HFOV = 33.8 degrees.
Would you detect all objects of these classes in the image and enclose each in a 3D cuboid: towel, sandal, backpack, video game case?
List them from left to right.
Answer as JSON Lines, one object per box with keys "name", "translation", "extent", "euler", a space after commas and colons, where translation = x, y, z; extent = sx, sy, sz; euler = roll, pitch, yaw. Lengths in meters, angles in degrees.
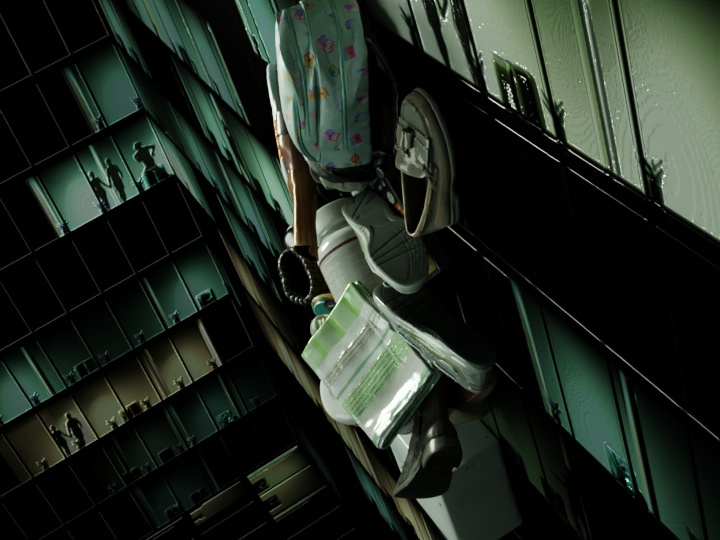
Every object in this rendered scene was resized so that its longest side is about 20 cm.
{"name": "sandal", "translation": [-0.103, -0.223, 1.827], "extent": [0.079, 0.058, 0.209], "euler": [87, 173, -83]}
{"name": "backpack", "translation": [-0.032, -0.214, 1.355], "extent": [0.201, 0.125, 0.168], "euler": [86, 166, -48]}
{"name": "towel", "translation": [0.009, 0.129, 1.653], "extent": [0.200, 0.150, 0.031], "euler": [45, -163, 32]}
{"name": "video game case", "translation": [0.051, -0.064, 1.627], "extent": [0.182, 0.025, 0.200], "euler": [60, 167, 4]}

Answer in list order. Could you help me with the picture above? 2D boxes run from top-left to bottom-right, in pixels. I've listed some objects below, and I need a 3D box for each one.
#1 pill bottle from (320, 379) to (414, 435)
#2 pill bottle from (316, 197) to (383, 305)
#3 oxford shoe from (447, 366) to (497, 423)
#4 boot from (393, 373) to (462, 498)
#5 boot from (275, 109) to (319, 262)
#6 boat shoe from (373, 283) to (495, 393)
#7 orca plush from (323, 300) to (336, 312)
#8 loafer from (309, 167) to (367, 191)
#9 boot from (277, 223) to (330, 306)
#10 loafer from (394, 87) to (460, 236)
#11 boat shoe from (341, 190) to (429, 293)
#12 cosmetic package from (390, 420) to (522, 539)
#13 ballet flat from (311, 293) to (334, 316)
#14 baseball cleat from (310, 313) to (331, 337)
{"name": "pill bottle", "translation": [0.038, 0.183, 1.769], "extent": [0.199, 0.113, 0.113], "euler": [19, -154, -50]}
{"name": "pill bottle", "translation": [0.000, 0.000, 1.761], "extent": [0.110, 0.109, 0.201], "euler": [92, 154, -68]}
{"name": "oxford shoe", "translation": [0.159, 0.171, 1.675], "extent": [0.200, 0.074, 0.071], "euler": [133, 145, -65]}
{"name": "boot", "translation": [0.092, 0.213, 1.671], "extent": [0.201, 0.068, 0.176], "euler": [120, 151, -49]}
{"name": "boot", "translation": [-0.069, -0.113, 1.696], "extent": [0.188, 0.068, 0.203], "euler": [69, -168, -82]}
{"name": "boat shoe", "translation": [0.093, 0.085, 1.574], "extent": [0.201, 0.074, 0.065], "euler": [35, 135, 28]}
{"name": "orca plush", "translation": [0.002, 0.119, 1.937], "extent": [0.201, 0.105, 0.071], "euler": [52, -156, -22]}
{"name": "loafer", "translation": [-0.036, -0.149, 1.608], "extent": [0.200, 0.069, 0.071], "euler": [-122, 32, -75]}
{"name": "boot", "translation": [-0.099, -0.017, 2.052], "extent": [0.211, 0.080, 0.157], "euler": [43, -159, 32]}
{"name": "loafer", "translation": [0.069, -0.113, 1.344], "extent": [0.072, 0.062, 0.201], "euler": [49, 163, 40]}
{"name": "boat shoe", "translation": [0.037, -0.030, 1.547], "extent": [0.202, 0.074, 0.065], "euler": [50, 169, 49]}
{"name": "cosmetic package", "translation": [0.142, 0.313, 1.897], "extent": [0.199, 0.122, 0.201], "euler": [46, 162, 50]}
{"name": "ballet flat", "translation": [-0.018, 0.081, 1.993], "extent": [0.200, 0.071, 0.071], "euler": [48, 179, -41]}
{"name": "baseball cleat", "translation": [-0.011, 0.125, 1.821], "extent": [0.106, 0.199, 0.070], "euler": [-41, 44, 37]}
